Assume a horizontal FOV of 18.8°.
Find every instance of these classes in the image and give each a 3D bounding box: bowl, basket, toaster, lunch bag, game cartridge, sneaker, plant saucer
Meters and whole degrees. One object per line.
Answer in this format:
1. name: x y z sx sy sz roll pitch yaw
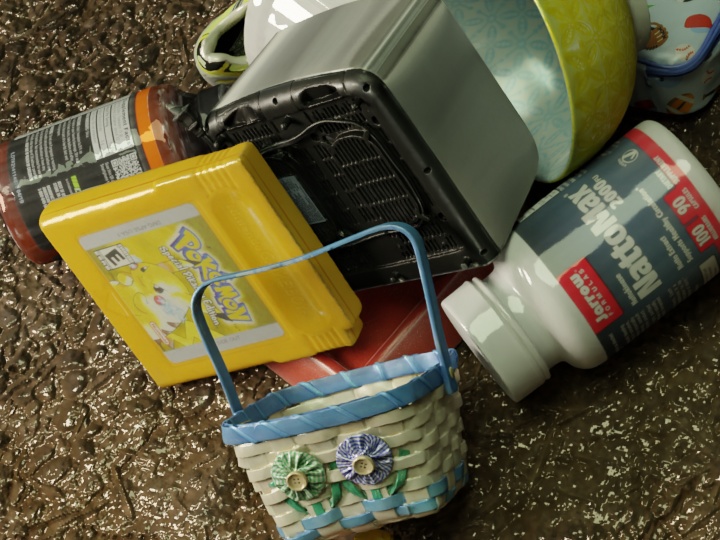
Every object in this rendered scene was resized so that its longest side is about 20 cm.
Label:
1. bowl: 0.143 -0.174 1.564 0.107 0.201 0.200 -24 53 -16
2. basket: -0.012 0.081 1.519 0.175 0.139 0.201 -18 91 21
3. toaster: 0.002 -0.092 1.549 0.180 0.200 0.119 -13 34 43
4. lunch bag: 0.205 -0.212 1.681 0.199 0.076 0.161 20 68 29
5. game cartridge: -0.114 0.001 1.595 0.199 0.177 0.033 -13 33 37
6. sneaker: -0.047 -0.210 1.767 0.199 0.076 0.076 -37 87 6
7. plant saucer: 0.000 0.000 1.663 0.199 0.037 0.200 35 78 34

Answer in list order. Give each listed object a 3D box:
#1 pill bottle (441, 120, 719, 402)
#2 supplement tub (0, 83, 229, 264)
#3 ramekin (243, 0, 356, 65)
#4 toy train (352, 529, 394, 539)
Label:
1. pill bottle: 0.162 -0.002 1.546 0.200 0.120 0.120 -38 54 -2
2. supplement tub: -0.187 -0.083 1.745 0.199 0.107 0.108 -19 56 10
3. ramekin: 0.014 -0.201 1.681 0.098 0.201 0.201 40 81 27
4. toy train: 0.025 0.256 1.490 0.199 0.056 0.151 24 72 31
